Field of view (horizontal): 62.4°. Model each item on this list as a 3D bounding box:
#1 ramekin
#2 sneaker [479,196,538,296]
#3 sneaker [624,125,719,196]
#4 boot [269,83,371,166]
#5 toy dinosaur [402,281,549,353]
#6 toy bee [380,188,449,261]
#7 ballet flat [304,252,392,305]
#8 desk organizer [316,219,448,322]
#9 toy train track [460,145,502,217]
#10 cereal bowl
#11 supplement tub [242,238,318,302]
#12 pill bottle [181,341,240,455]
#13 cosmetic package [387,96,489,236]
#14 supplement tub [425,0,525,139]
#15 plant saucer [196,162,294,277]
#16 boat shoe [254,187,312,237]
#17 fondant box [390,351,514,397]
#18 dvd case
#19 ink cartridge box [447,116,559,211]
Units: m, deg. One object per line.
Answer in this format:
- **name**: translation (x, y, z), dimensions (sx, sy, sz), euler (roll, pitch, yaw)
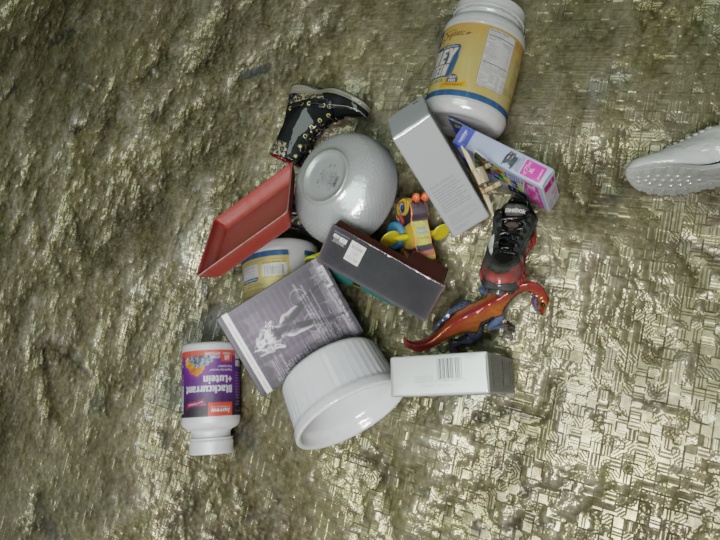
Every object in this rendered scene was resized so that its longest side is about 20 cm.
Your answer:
- **ramekin**: translation (-0.032, 0.199, 0.979), dimensions (0.199, 0.200, 0.099), euler (-38, 60, 13)
- **sneaker**: translation (0.226, -0.045, 0.902), dimensions (0.070, 0.201, 0.099), euler (10, 127, 22)
- **sneaker**: translation (0.497, -0.167, 0.880), dimensions (0.196, 0.076, 0.082), euler (-4, 67, 19)
- **boot**: translation (-0.082, -0.274, 1.157), dimensions (0.201, 0.073, 0.156), euler (20, 87, 34)
- **toy dinosaur**: translation (0.198, 0.077, 0.926), dimensions (0.106, 0.199, 0.181), euler (57, 137, 7)
- **toy bee**: translation (0.084, -0.079, 1.014), dimensions (0.130, 0.109, 0.201), euler (-32, 82, -29)
- **ballet flat**: translation (0.000, 0.000, 1.036), dimensions (0.197, 0.067, 0.068), euler (22, 63, -9)
- **desk organizer**: translation (0.038, -0.009, 0.955), dimensions (0.198, 0.077, 0.072), euler (29, 116, 3)
- **toy train track**: translation (0.197, -0.142, 0.935), dimensions (0.032, 0.200, 0.116), euler (-24, 87, 12)
- **cereal bowl**: translation (-0.039, -0.148, 1.020), dimensions (0.197, 0.083, 0.204), euler (-11, 69, 31)
- **supplement tub**: translation (-0.140, 0.057, 1.073), dimensions (0.142, 0.144, 0.204), euler (-10, 75, 22)
- **pill bottle**: translation (-0.284, 0.242, 1.130), dimensions (0.109, 0.111, 0.204), euler (-9, 76, 23)
- **cosmetic package**: translation (0.126, -0.167, 0.963), dimensions (0.070, 0.201, 0.102), euler (-29, 27, 15)
- **supplement tub**: translation (0.195, -0.338, 1.003), dimensions (0.142, 0.144, 0.204), euler (13, 85, 26)
- **plant saucer**: translation (-0.188, -0.083, 1.040), dimensions (0.198, 0.037, 0.201), euler (-33, 28, 16)
- **boat shoe**: translation (-0.109, -0.105, 1.128), dimensions (0.197, 0.091, 0.072), euler (15, 86, 26)
- **fondant box**: translation (0.144, 0.160, 0.898), dimensions (0.142, 0.199, 0.060), euler (-7, 76, 23)
- **dvd case**: translation (-0.114, 0.091, 0.978), dimensions (0.198, 0.016, 0.150), euler (-31, 98, -7)
- **ink cartridge box**: translation (0.226, -0.173, 0.970), dimensions (0.199, 0.119, 0.042), euler (37, 93, 26)
